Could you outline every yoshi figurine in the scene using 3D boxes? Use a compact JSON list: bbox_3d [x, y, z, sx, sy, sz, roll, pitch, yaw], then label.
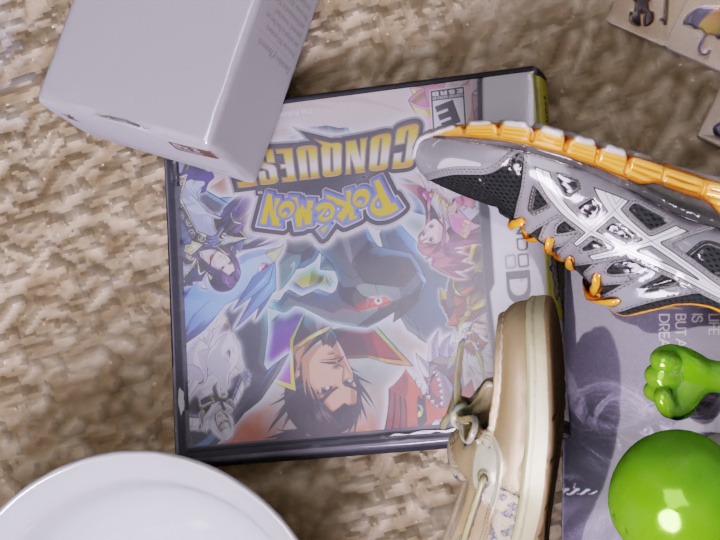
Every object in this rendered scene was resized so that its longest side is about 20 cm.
[{"bbox_3d":[0.182,0.066,0.939,0.112,0.112,0.200,33,103,-9],"label":"yoshi figurine"}]

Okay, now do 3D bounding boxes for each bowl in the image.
[{"bbox_3d":[-0.098,0.188,1.037,0.200,0.090,0.202,-1,84,14],"label":"bowl"}]

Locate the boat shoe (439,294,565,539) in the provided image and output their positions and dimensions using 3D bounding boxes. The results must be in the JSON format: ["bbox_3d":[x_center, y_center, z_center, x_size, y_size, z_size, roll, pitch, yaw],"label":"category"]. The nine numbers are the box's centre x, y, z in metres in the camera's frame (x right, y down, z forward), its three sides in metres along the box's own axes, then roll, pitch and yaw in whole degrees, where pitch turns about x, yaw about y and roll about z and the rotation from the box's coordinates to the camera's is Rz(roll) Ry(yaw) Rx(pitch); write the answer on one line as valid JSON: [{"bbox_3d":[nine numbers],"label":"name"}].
[{"bbox_3d":[0.057,0.105,0.986,0.062,0.073,0.201,9,109,9],"label":"boat shoe"}]

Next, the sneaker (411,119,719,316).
[{"bbox_3d":[0.116,-0.020,0.990,0.199,0.078,0.078,18,97,5],"label":"sneaker"}]

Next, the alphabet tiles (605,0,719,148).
[{"bbox_3d":[0.227,-0.125,1.025,0.199,0.008,0.168,26,88,18],"label":"alphabet tiles"}]

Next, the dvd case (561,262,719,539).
[{"bbox_3d":[0.195,0.059,1.015,0.199,0.016,0.150,0,84,14],"label":"dvd case"}]

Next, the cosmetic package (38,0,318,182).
[{"bbox_3d":[-0.074,-0.155,1.065,0.101,0.074,0.201,17,83,21],"label":"cosmetic package"}]

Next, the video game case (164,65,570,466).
[{"bbox_3d":[0.000,0.000,1.059,0.199,0.025,0.182,-6,80,16],"label":"video game case"}]
